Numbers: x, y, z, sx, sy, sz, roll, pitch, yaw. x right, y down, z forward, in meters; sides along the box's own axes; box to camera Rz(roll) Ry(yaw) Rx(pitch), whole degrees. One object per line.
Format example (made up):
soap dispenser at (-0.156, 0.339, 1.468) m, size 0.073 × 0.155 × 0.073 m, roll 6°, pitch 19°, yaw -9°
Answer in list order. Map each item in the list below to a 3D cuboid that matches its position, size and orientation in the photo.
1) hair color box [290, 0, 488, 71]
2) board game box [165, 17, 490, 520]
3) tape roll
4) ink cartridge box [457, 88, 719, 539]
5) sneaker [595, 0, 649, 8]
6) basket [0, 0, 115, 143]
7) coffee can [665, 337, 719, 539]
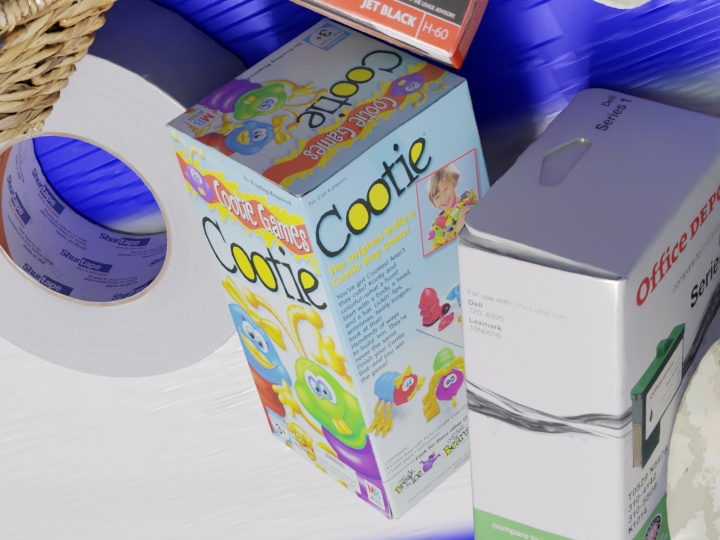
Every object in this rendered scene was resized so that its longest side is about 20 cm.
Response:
hair color box at (0.005, -0.130, 0.785) m, size 0.101 × 0.200 × 0.062 m, roll 23°, pitch 95°, yaw 3°
board game box at (0.000, 0.000, 0.907) m, size 0.103 × 0.105 × 0.201 m, roll 30°, pitch 146°, yaw 42°
tape roll at (-0.136, -0.043, 0.982) m, size 0.199 × 0.066 × 0.201 m, roll 9°, pitch 126°, yaw 12°
ink cartridge box at (0.116, 0.037, 0.895) m, size 0.084 × 0.146 × 0.201 m, roll 15°, pitch 130°, yaw 26°
sneaker at (0.060, -0.192, 0.810) m, size 0.199 × 0.111 × 0.077 m, roll 25°, pitch 108°, yaw -42°
basket at (-0.210, -0.165, 0.828) m, size 0.200 × 0.142 × 0.149 m, roll 54°, pitch 130°, yaw 16°
coffee can at (0.260, 0.101, 0.848) m, size 0.199 × 0.147 × 0.147 m, roll 6°, pitch 133°, yaw -24°
